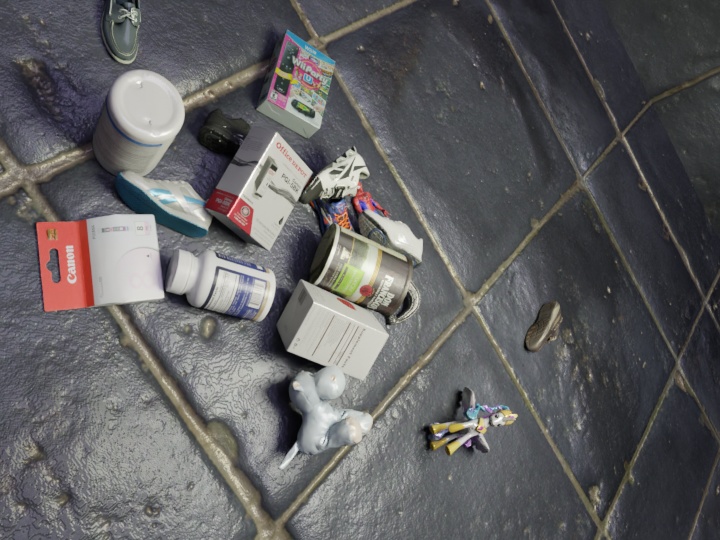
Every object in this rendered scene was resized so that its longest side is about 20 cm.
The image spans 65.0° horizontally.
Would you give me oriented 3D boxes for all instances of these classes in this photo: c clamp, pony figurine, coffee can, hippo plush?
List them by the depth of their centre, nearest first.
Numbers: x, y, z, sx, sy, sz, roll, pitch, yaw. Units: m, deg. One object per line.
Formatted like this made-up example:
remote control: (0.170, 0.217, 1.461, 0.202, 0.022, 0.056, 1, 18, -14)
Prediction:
hippo plush: (-0.084, 0.283, 1.173, 0.195, 0.159, 0.165, -19, 86, 4)
coffee can: (0.000, 0.000, 1.280, 0.196, 0.146, 0.150, 23, 65, -17)
pony figurine: (0.265, 0.383, 1.384, 0.195, 0.193, 0.171, -15, 83, -17)
c clamp: (0.055, 0.055, 1.393, 0.200, 0.027, 0.171, 47, 69, -14)

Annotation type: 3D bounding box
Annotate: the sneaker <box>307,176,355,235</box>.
sneaker: (-0.061, -0.134, 1.332, 0.075, 0.078, 0.203, -36, 99, -35)

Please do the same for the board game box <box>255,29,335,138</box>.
board game box: (-0.152, -0.446, 1.359, 0.145, 0.064, 0.205, 23, 65, -29)

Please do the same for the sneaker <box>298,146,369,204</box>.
sneaker: (-0.052, -0.194, 1.265, 0.199, 0.074, 0.089, -42, 94, -29)

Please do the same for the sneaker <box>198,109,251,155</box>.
sneaker: (-0.253, -0.284, 1.242, 0.198, 0.075, 0.093, 31, 52, -30)

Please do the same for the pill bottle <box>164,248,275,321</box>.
pill bottle: (-0.277, 0.026, 1.117, 0.196, 0.110, 0.114, 19, 68, -30)

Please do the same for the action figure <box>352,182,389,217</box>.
action figure: (0.035, -0.132, 1.422, 0.065, 0.051, 0.203, -33, 96, -31)

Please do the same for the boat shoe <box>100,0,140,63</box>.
boat shoe: (-0.481, -0.523, 1.143, 0.071, 0.061, 0.206, 3, 76, -34)

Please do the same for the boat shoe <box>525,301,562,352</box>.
boat shoe: (0.564, 0.179, 1.701, 0.074, 0.074, 0.200, 50, 57, -13)

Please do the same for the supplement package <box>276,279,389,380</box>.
supplement package: (-0.061, 0.128, 1.213, 0.197, 0.121, 0.121, 26, 100, -28)

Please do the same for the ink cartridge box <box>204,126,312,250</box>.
ink cartridge box: (-0.206, -0.169, 1.173, 0.147, 0.082, 0.203, 42, 72, -51)

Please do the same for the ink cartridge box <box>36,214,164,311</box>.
ink cartridge box: (-0.469, -0.017, 1.031, 0.197, 0.056, 0.167, -4, 80, -41)

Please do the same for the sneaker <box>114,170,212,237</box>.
sneaker: (-0.384, -0.143, 1.114, 0.198, 0.076, 0.083, 31, 55, -33)

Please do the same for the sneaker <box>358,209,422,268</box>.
sneaker: (0.075, -0.087, 1.384, 0.199, 0.074, 0.088, 38, 50, -22)

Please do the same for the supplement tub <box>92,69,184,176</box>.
supplement tub: (-0.412, -0.263, 1.040, 0.129, 0.198, 0.136, 10, 72, -33)
